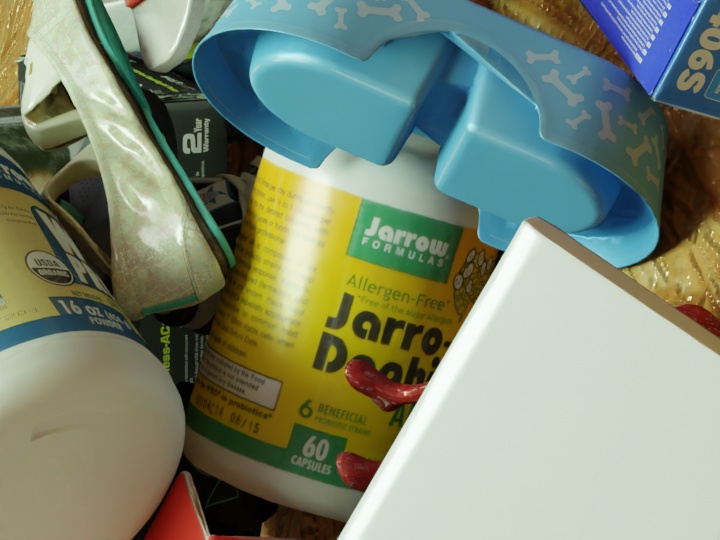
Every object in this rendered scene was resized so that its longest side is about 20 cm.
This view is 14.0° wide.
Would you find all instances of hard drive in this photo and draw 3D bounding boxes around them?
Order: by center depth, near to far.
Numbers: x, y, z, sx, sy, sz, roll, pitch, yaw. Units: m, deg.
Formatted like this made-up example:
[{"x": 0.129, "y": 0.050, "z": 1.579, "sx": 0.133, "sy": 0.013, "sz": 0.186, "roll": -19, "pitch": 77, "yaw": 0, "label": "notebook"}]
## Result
[{"x": 0.067, "y": 0.100, "z": 1.096, "sx": 0.132, "sy": 0.025, "sz": 0.201, "roll": 34, "pitch": 107, "yaw": 16, "label": "hard drive"}]

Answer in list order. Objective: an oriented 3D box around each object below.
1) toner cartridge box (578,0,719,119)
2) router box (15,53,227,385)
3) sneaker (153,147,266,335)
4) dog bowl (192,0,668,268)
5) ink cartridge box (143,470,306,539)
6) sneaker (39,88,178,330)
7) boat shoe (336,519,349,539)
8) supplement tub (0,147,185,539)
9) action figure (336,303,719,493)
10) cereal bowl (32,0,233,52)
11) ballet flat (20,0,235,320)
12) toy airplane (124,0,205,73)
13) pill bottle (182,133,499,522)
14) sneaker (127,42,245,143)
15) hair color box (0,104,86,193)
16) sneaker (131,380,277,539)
[{"x": 0.120, "y": -0.152, "z": 1.202, "sx": 0.095, "sy": 0.043, "sz": 0.200, "roll": -64, "pitch": 29, "yaw": 25, "label": "toner cartridge box"}, {"x": -0.123, "y": -0.005, "z": 1.506, "sx": 0.150, "sy": 0.062, "sz": 0.202, "roll": -151, "pitch": 59, "yaw": -62, "label": "router box"}, {"x": -0.030, "y": -0.047, "z": 1.362, "sx": 0.201, "sy": 0.108, "sz": 0.070, "roll": -65, "pitch": 28, "yaw": 23, "label": "sneaker"}, {"x": 0.033, "y": -0.066, "z": 1.177, "sx": 0.112, "sy": 0.199, "sz": 0.050, "roll": 118, "pitch": 175, "yaw": -67, "label": "dog bowl"}, {"x": -0.038, "y": 0.190, "z": 1.193, "sx": 0.117, "sy": 0.067, "sz": 0.201, "roll": -61, "pitch": 37, "yaw": 32, "label": "ink cartridge box"}, {"x": -0.147, "y": 0.008, "z": 1.344, "sx": 0.074, "sy": 0.087, "sz": 0.201, "roll": 19, "pitch": 94, "yaw": 61, "label": "sneaker"}, {"x": 0.022, "y": 0.129, "z": 1.230, "sx": 0.201, "sy": 0.063, "sz": 0.071, "roll": -63, "pitch": 30, "yaw": 23, "label": "boat shoe"}, {"x": -0.178, "y": 0.030, "z": 1.234, "sx": 0.200, "sy": 0.144, "sz": 0.145, "roll": 51, "pitch": 124, "yaw": 35, "label": "supplement tub"}, {"x": 0.076, "y": 0.048, "z": 1.146, "sx": 0.199, "sy": 0.052, "sz": 0.066, "roll": -12, "pitch": 57, "yaw": 35, "label": "action figure"}, {"x": -0.084, "y": -0.192, "z": 1.526, "sx": 0.199, "sy": 0.083, "sz": 0.201, "roll": -20, "pitch": 48, "yaw": 24, "label": "cereal bowl"}, {"x": -0.118, "y": -0.061, "z": 1.293, "sx": 0.062, "sy": 0.068, "sz": 0.201, "roll": -27, "pitch": 53, "yaw": -2, "label": "ballet flat"}, {"x": -0.038, "y": -0.155, "z": 1.252, "sx": 0.142, "sy": 0.199, "sz": 0.200, "roll": 58, "pitch": 168, "yaw": 33, "label": "toy airplane"}, {"x": 0.000, "y": 0.000, "z": 1.282, "sx": 0.113, "sy": 0.112, "sz": 0.201, "roll": 28, "pitch": 102, "yaw": 62, "label": "pill bottle"}, {"x": -0.096, "y": -0.122, "z": 1.593, "sx": 0.079, "sy": 0.066, "sz": 0.200, "roll": 81, "pitch": 163, "yaw": -44, "label": "sneaker"}, {"x": -0.186, "y": 0.022, "z": 1.457, "sx": 0.061, "sy": 0.098, "sz": 0.202, "roll": -158, "pitch": 65, "yaw": -62, "label": "hair color box"}, {"x": -0.081, "y": 0.108, "z": 1.343, "sx": 0.075, "sy": 0.079, "sz": 0.200, "roll": -44, "pitch": 3, "yaw": 16, "label": "sneaker"}]
